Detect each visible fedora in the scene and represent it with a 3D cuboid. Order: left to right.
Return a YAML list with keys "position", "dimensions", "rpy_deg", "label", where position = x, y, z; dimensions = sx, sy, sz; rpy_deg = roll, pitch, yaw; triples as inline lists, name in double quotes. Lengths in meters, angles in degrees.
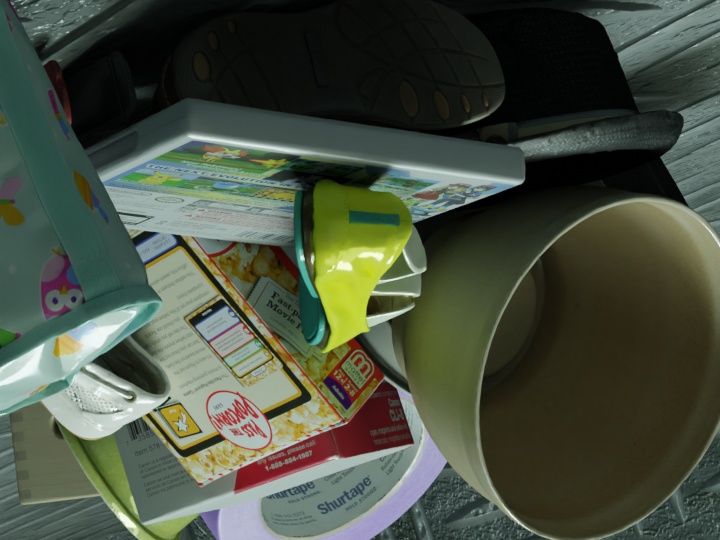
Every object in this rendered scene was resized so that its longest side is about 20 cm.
- position: [0.078, -0.093, 1.458]
  dimensions: [0.199, 0.092, 0.201]
  rpy_deg: [-10, 173, -1]
  label: "fedora"

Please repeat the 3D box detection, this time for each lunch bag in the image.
- position: [-0.173, -0.028, 1.133]
  dimensions: [0.122, 0.171, 0.200]
  rpy_deg: [-21, 173, -25]
  label: "lunch bag"

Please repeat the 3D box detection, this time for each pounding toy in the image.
- position: [-0.167, 0.114, 2.219]
  dimensions: [0.199, 0.143, 0.184]
  rpy_deg: [-10, 176, 32]
  label: "pounding toy"

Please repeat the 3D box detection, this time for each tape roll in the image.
- position: [-0.027, 0.118, 1.813]
  dimensions: [0.199, 0.066, 0.201]
  rpy_deg: [-25, 143, -20]
  label: "tape roll"

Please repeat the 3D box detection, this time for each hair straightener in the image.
- position: [-0.154, -0.069, 1.334]
  dimensions: [0.077, 0.041, 0.200]
  rpy_deg: [-12, 170, -27]
  label: "hair straightener"

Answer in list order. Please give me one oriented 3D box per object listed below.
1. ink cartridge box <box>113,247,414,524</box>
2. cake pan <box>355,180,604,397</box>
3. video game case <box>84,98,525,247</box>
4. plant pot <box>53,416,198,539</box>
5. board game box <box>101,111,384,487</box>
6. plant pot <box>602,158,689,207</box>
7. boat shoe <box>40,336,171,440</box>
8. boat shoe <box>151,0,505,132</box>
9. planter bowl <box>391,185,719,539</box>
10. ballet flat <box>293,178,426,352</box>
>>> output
- position: [-0.079, 0.041, 1.645]
  dimensions: [0.145, 0.201, 0.145]
  rpy_deg: [-20, 173, 20]
  label: "ink cartridge box"
- position: [0.077, -0.011, 1.605]
  dimensions: [0.199, 0.201, 0.037]
  rpy_deg: [-14, 171, -18]
  label: "cake pan"
- position: [-0.048, -0.046, 1.325]
  dimensions: [0.199, 0.022, 0.182]
  rpy_deg: [7, 165, -33]
  label: "video game case"
- position: [-0.112, 0.072, 1.884]
  dimensions: [0.184, 0.201, 0.200]
  rpy_deg: [-30, 169, 7]
  label: "plant pot"
- position: [-0.102, 0.019, 1.478]
  dimensions: [0.151, 0.200, 0.046]
  rpy_deg: [-26, -163, 48]
  label: "board game box"
- position: [0.142, -0.012, 1.805]
  dimensions: [0.199, 0.178, 0.200]
  rpy_deg: [-19, 171, 6]
  label: "plant pot"
- position: [-0.180, 0.013, 1.441]
  dimensions: [0.069, 0.071, 0.200]
  rpy_deg: [-22, 129, 32]
  label: "boat shoe"
- position: [-0.018, -0.098, 1.334]
  dimensions: [0.199, 0.076, 0.072]
  rpy_deg: [0, 165, -32]
  label: "boat shoe"
- position: [0.102, 0.038, 1.487]
  dimensions: [0.199, 0.201, 0.135]
  rpy_deg: [-11, -158, -36]
  label: "planter bowl"
- position: [0.000, 0.000, 1.338]
  dimensions: [0.067, 0.067, 0.200]
  rpy_deg: [-3, 166, -1]
  label: "ballet flat"
